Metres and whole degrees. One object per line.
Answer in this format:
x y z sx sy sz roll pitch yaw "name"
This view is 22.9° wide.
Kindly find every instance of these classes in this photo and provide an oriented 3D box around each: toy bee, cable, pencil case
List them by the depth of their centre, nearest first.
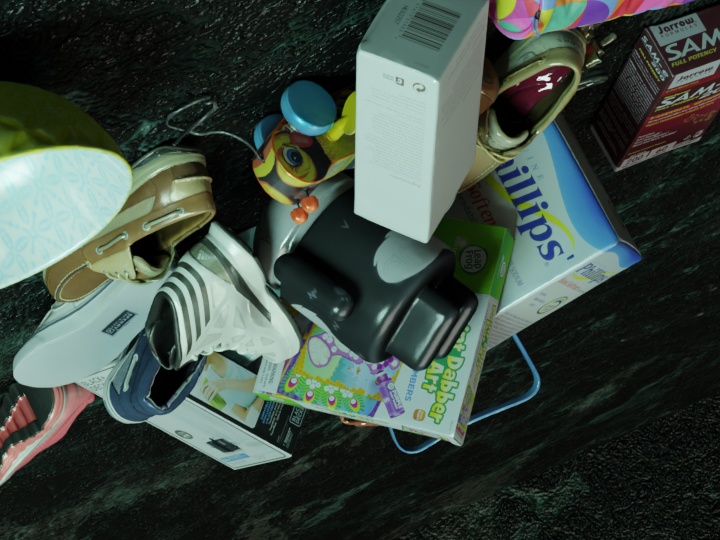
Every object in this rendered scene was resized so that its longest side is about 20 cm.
0.187 -0.237 1.402 0.200 0.088 0.088 -17 160 -32 "pencil case"
-0.049 -0.089 1.436 0.200 0.109 0.131 -21 163 -19 "toy bee"
0.143 -0.171 1.613 0.200 0.050 0.097 -23 164 24 "cable"

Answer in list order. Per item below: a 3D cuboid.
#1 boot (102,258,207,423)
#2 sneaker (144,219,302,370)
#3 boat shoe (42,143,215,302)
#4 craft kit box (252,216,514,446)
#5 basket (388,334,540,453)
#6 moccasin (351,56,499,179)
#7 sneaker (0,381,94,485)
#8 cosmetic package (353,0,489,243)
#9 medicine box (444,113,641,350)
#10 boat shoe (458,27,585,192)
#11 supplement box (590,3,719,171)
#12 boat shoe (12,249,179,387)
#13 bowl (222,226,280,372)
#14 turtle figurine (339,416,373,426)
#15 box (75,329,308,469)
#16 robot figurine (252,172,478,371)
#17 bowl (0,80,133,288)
-0.149 0.052 1.588 0.090 0.073 0.200 -12 -136 58 "boot"
-0.126 0.046 1.518 0.115 0.076 0.201 -42 149 -10 "sneaker"
-0.191 -0.024 1.467 0.076 0.074 0.200 -5 152 -48 "boat shoe"
0.022 0.042 1.621 0.197 0.200 0.049 11 167 16 "craft kit box"
0.087 0.081 1.944 0.176 0.200 0.139 -24 -171 -6 "basket"
0.041 -0.115 1.550 0.078 0.074 0.201 -2 154 -35 "moccasin"
-0.341 0.170 1.803 0.200 0.074 0.087 -38 160 32 "sneaker"
0.046 -0.125 1.390 0.102 0.074 0.200 -58 164 -33 "cosmetic package"
0.133 -0.046 1.691 0.200 0.182 0.103 -32 162 16 "medicine box"
0.122 -0.134 1.553 0.074 0.066 0.200 26 125 -20 "boat shoe"
0.311 -0.182 1.763 0.109 0.061 0.200 -21 161 -17 "supplement box"
-0.237 0.031 1.577 0.072 0.066 0.200 24 128 -39 "boat shoe"
-0.091 0.040 1.744 0.201 0.105 0.201 -25 162 -9 "bowl"
-0.051 0.091 1.909 0.064 0.200 0.161 -55 156 -23 "turtle figurine"
-0.163 0.115 1.695 0.200 0.060 0.117 33 152 -25 "box"
0.000 0.001 1.525 0.125 0.200 0.150 -50 165 -14 "robot figurine"
-0.264 -0.070 1.182 0.200 0.108 0.200 -24 162 -9 "bowl"
